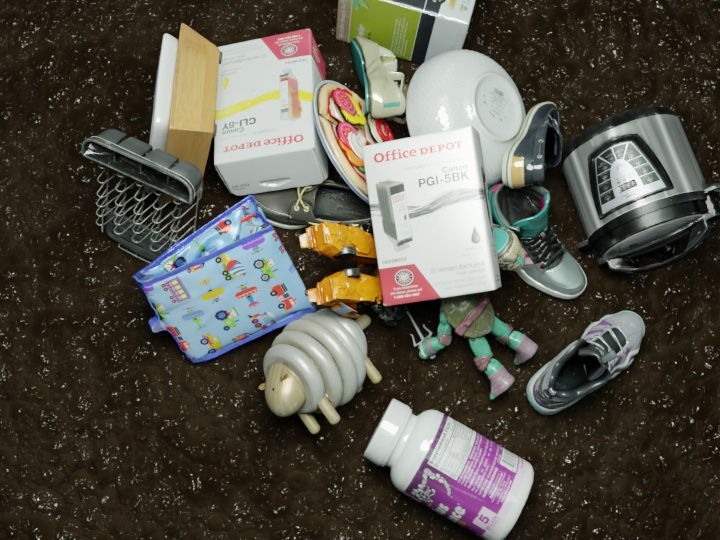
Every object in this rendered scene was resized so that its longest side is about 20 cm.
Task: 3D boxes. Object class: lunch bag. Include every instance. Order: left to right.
[{"bbox_3d":[-0.181,0.027,1.081,0.198,0.152,0.094,-31,38,-6],"label":"lunch bag"}]

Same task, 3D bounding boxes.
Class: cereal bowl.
[{"bbox_3d":[0.163,-0.215,1.168,0.198,0.083,0.203,7,78,-34],"label":"cereal bowl"}]

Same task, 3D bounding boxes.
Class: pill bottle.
[{"bbox_3d":[0.107,0.246,1.055,0.198,0.112,0.113,28,73,5],"label":"pill bottle"}]

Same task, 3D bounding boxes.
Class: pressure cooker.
[{"bbox_3d":[0.385,-0.101,1.148,0.176,0.176,0.203,-12,75,-15],"label":"pressure cooker"}]

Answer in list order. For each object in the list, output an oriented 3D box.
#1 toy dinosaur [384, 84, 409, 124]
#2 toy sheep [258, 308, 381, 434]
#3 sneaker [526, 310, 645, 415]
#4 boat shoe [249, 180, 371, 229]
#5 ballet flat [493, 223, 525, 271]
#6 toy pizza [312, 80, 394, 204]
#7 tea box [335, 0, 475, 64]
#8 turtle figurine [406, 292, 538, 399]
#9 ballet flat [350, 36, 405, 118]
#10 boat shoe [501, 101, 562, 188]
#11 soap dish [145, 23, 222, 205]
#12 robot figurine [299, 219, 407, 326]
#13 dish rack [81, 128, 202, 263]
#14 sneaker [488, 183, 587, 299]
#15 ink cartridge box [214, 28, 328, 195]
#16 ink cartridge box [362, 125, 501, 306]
[{"bbox_3d":[0.101,-0.206,1.208,0.101,0.058,0.201,-26,71,-44],"label":"toy dinosaur"},{"bbox_3d":[-0.049,0.118,1.079,0.138,0.138,0.200,43,46,9],"label":"toy sheep"},{"bbox_3d":[0.314,0.112,1.095,0.199,0.140,0.078,-39,79,-13],"label":"sneaker"},{"bbox_3d":[-0.061,-0.096,1.174,0.198,0.061,0.073,7,73,-2],"label":"boat shoe"},{"bbox_3d":[0.149,-0.045,1.156,0.068,0.075,0.199,-52,44,-5],"label":"ballet flat"},{"bbox_3d":[0.007,-0.175,1.147,0.031,0.199,0.203,-28,74,27],"label":"toy pizza"},{"bbox_3d":[0.081,-0.437,1.250,0.194,0.134,0.203,17,72,0],"label":"tea box"},{"bbox_3d":[0.138,0.066,1.124,0.200,0.101,0.150,45,81,1],"label":"turtle figurine"},{"bbox_3d":[0.028,-0.279,1.199,0.068,0.070,0.201,-5,41,-5],"label":"ballet flat"},{"bbox_3d":[0.249,-0.172,1.154,0.061,0.075,0.200,6,35,25],"label":"boat shoe"},{"bbox_3d":[-0.238,-0.200,1.119,0.080,0.200,0.160,6,65,-15],"label":"soap dish"},{"bbox_3d":[0.000,0.000,1.098,0.058,0.199,0.147,-15,76,28],"label":"robot figurine"},{"bbox_3d":[-0.280,-0.078,1.086,0.152,0.201,0.055,25,44,7],"label":"dish rack"},{"bbox_3d":[0.243,-0.050,1.150,0.200,0.121,0.084,42,75,8],"label":"sneaker"},{"bbox_3d":[-0.123,-0.219,1.164,0.143,0.084,0.203,-8,64,9],"label":"ink cartridge box"},{"bbox_3d":[0.089,-0.066,1.048,0.145,0.083,0.203,-9,89,14],"label":"ink cartridge box"}]
